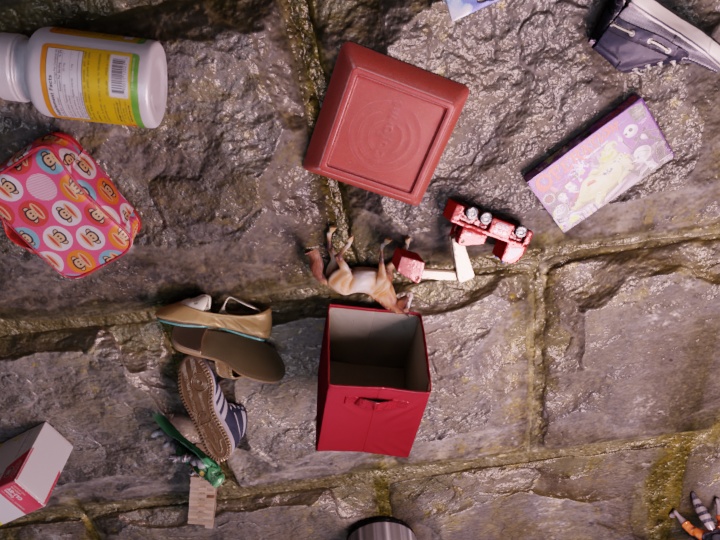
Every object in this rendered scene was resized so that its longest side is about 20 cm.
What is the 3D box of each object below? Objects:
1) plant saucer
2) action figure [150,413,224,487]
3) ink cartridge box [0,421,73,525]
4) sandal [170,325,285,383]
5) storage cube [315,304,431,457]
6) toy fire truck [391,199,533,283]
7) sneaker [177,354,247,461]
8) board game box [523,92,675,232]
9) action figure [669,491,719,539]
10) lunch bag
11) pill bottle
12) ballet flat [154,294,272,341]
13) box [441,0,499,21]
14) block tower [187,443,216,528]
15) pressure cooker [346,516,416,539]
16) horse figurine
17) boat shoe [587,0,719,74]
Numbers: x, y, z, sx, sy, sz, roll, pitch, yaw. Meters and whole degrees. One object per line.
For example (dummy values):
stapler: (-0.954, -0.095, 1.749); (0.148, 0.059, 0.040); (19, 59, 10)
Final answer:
plant saucer: (0.035, -0.200, 0.911); (0.197, 0.037, 0.202); (16, 120, -12)
action figure: (-0.317, 0.348, 1.165); (0.055, 0.198, 0.119); (-51, 135, -22)
ink cartridge box: (-0.678, 0.402, 1.197); (0.198, 0.146, 0.084); (-26, 120, 13)
sandal: (-0.239, 0.157, 1.119); (0.209, 0.078, 0.070); (22, 140, -9)
storage cube: (0.015, 0.189, 1.070); (0.168, 0.202, 0.182); (6, 129, -7)
toy fire truck: (0.163, -0.034, 0.995); (0.197, 0.049, 0.143); (18, 105, -15)
sneaker: (-0.273, 0.243, 1.171); (0.069, 0.108, 0.203); (-18, 92, 12)
board game box: (0.365, -0.160, 0.960); (0.199, 0.032, 0.120); (-37, 113, 20)
action figure: (0.751, 0.602, 1.369); (0.196, 0.195, 0.106); (-11, 123, 5)
lunch bag: (-0.450, -0.085, 0.933); (0.174, 0.082, 0.201); (-25, 121, 14)
pill bottle: (-0.362, -0.253, 0.812); (0.196, 0.112, 0.113); (5, 123, -6)
ballet flat: (-0.246, 0.071, 1.067); (0.196, 0.069, 0.064); (12, 94, -13)
box: (0.132, -0.429, 0.761); (0.120, 0.048, 0.202); (-19, 122, 10)
block tower: (-0.327, 0.452, 1.303); (0.057, 0.054, 0.203); (7, 122, -6)
pressure cooker: (0.052, 0.682, 1.383); (0.175, 0.201, 0.179); (36, 114, -22)
horse figurine: (0.000, 0.000, 1.031); (0.196, 0.050, 0.135); (7, 117, -11)
boat shoe: (0.405, -0.302, 0.850); (0.198, 0.075, 0.093); (27, 125, -10)
